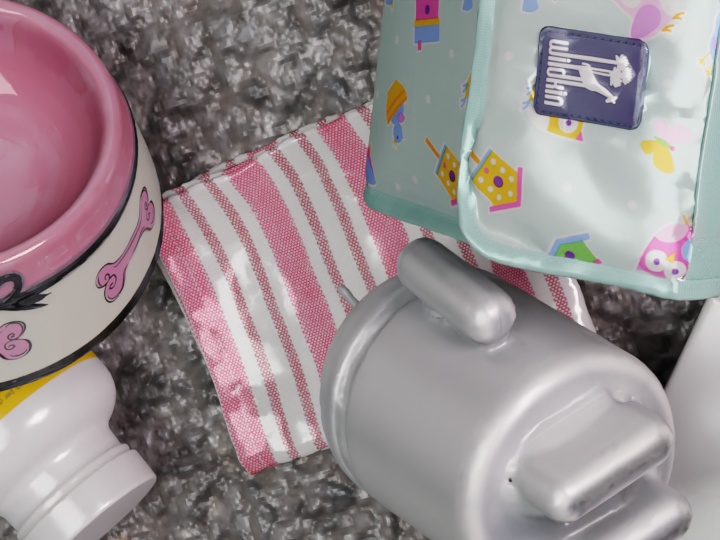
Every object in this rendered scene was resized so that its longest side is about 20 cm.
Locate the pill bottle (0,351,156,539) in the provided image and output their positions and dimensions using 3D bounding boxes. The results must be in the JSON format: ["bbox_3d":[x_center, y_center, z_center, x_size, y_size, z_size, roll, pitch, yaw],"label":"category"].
[{"bbox_3d":[-0.191,0.049,1.374,0.200,0.104,0.104,49,116,8],"label":"pill bottle"}]

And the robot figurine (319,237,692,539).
[{"bbox_3d":[0.057,0.067,1.214,0.200,0.113,0.170,32,143,50],"label":"robot figurine"}]

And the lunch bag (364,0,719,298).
[{"bbox_3d":[0.091,-0.088,1.148,0.200,0.121,0.172,28,114,60],"label":"lunch bag"}]

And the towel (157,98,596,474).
[{"bbox_3d":[0.000,0.000,1.318,0.199,0.030,0.147,-23,92,27],"label":"towel"}]

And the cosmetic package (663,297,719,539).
[{"bbox_3d":[0.166,0.110,1.245,0.101,0.074,0.201,31,110,16],"label":"cosmetic package"}]

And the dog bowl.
[{"bbox_3d":[-0.191,-0.044,1.299,0.199,0.200,0.074,27,148,17],"label":"dog bowl"}]
